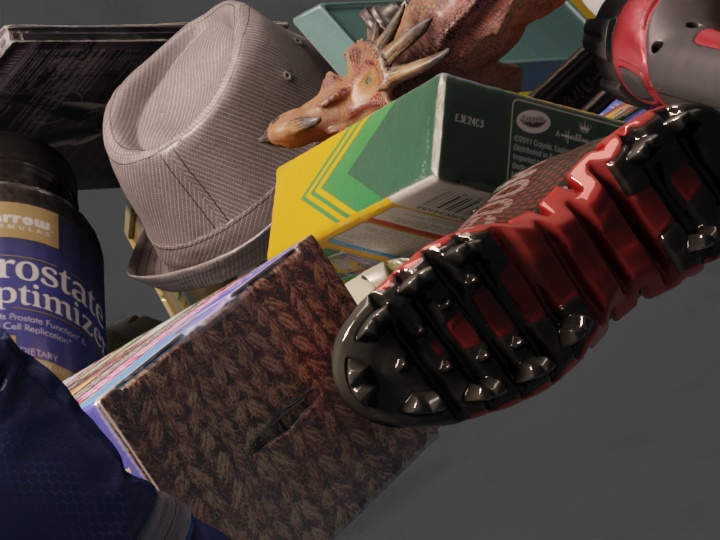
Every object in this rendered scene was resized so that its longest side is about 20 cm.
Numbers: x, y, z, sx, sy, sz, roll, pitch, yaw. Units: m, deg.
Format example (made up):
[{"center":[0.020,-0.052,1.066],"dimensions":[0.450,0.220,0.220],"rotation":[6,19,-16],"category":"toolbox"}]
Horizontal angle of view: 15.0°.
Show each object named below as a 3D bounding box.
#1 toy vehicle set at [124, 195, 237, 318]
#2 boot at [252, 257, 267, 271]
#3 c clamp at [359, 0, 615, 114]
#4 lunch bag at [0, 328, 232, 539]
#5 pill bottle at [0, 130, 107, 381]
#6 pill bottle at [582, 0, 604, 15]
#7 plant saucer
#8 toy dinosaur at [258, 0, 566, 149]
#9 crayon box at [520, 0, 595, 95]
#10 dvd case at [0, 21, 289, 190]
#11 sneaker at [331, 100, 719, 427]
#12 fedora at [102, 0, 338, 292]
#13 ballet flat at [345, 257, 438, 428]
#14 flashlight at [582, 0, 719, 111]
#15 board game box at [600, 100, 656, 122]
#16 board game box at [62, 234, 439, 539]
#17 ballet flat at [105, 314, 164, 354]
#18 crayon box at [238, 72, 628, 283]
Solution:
[{"center":[-0.098,0.009,1.621],"dimensions":[0.027,0.124,0.200],"rotation":[-29,-4,-9],"category":"toy vehicle set"},{"center":[0.000,0.000,1.439],"dimensions":[0.200,0.073,0.090],"rotation":[-44,-8,-25],"category":"boot"},{"center":[0.076,-0.148,1.356],"dimensions":[0.200,0.171,0.027],"rotation":[-48,-10,9],"category":"c clamp"},{"center":[-0.135,0.119,0.881],"dimensions":[0.136,0.132,0.200],"rotation":[-53,15,-28],"category":"lunch bag"},{"center":[-0.188,0.026,1.423],"dimensions":[0.112,0.112,0.200],"rotation":[-31,42,23],"category":"pill bottle"},{"center":[0.202,-0.176,1.433],"dimensions":[0.200,0.113,0.113],"rotation":[-11,-13,-44],"category":"pill bottle"},{"center":[0.059,-0.121,1.458],"dimensions":[0.200,0.070,0.019],"rotation":[-6,-44,-43],"category":"plant saucer"},{"center":[0.051,-0.121,1.271],"dimensions":[0.200,0.086,0.136],"rotation":[-58,-15,18],"category":"toy dinosaur"},{"center":[0.070,-0.079,1.574],"dimensions":[0.200,0.127,0.051],"rotation":[-34,5,-28],"category":"crayon box"},{"center":[-0.151,-0.089,1.520],"dimensions":[0.200,0.016,0.149],"rotation":[-5,-30,-44],"category":"dvd case"},{"center":[0.064,0.005,1.081],"dimensions":[0.200,0.071,0.098],"rotation":[-33,4,-26],"category":"sneaker"},{"center":[-0.070,-0.079,1.435],"dimensions":[0.177,0.090,0.200],"rotation":[-26,25,30],"category":"fedora"},{"center":[0.018,0.027,1.195],"dimensions":[0.069,0.069,0.200],"rotation":[-32,4,11],"category":"ballet flat"},{"center":[0.168,-0.094,1.215],"dimensions":[0.068,0.068,0.200],"rotation":[5,7,-22],"category":"flashlight"},{"center":[0.137,-0.061,1.419],"dimensions":[0.134,0.045,0.200],"rotation":[-33,5,3],"category":"board game box"},{"center":[-0.098,0.094,1.078],"dimensions":[0.200,0.097,0.159],"rotation":[-30,6,37],"category":"board game box"},{"center":[-0.128,0.054,1.577],"dimensions":[0.200,0.067,0.062],"rotation":[71,-138,-78],"category":"ballet flat"},{"center":[0.043,-0.027,1.235],"dimensions":[0.126,0.052,0.200],"rotation":[13,-18,-24],"category":"crayon box"}]
